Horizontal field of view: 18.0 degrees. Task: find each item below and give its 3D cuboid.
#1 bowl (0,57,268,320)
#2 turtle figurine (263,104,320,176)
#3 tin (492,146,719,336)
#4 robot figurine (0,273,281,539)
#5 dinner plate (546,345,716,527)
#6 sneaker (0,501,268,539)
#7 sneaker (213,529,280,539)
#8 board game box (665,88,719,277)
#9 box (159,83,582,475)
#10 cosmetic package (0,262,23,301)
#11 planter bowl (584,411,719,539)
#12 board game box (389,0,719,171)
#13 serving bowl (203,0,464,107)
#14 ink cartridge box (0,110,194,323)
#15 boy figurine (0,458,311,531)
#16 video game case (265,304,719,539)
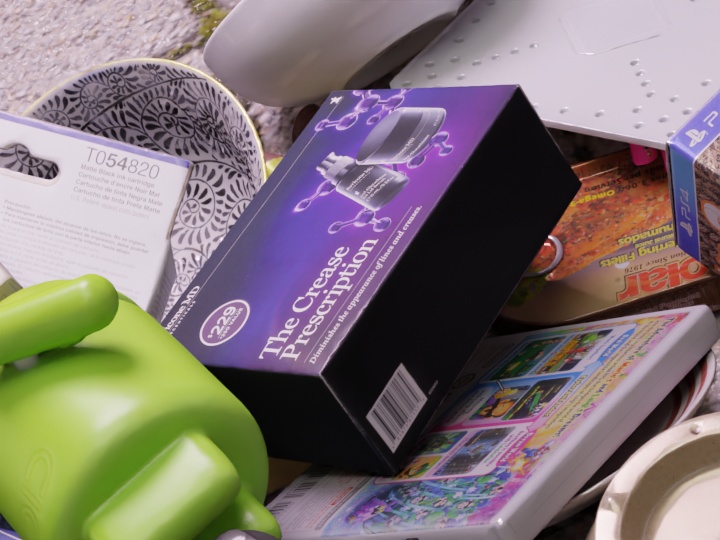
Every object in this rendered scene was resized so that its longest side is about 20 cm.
[{"bbox_3d":[-0.122,-0.012,1.307,0.200,0.094,0.202,-9,68,23],"label":"bowl"},{"bbox_3d":[0.001,-0.038,1.314,0.161,0.065,0.200,23,63,38],"label":"turtle figurine"},{"bbox_3d":[0.156,-0.017,1.242,0.199,0.042,0.112,-17,41,9],"label":"tin"},{"bbox_3d":[-0.120,0.080,1.065,0.116,0.176,0.200,-43,43,-7],"label":"robot figurine"},{"bbox_3d":[0.090,0.093,1.134,0.199,0.024,0.200,-26,12,6],"label":"dinner plate"},{"bbox_3d":[-0.097,0.167,1.164,0.198,0.081,0.115,20,52,19],"label":"sneaker"},{"bbox_3d":[-0.012,0.181,1.035,0.074,0.200,0.080,-31,34,13],"label":"sneaker"},{"bbox_3d":[0.279,-0.037,1.130,0.200,0.097,0.159,37,72,28],"label":"board game box"},{"bbox_3d":[0.000,0.000,1.165,0.141,0.079,0.200,-1,46,46],"label":"box"},{"bbox_3d":[-0.271,-0.021,1.184,0.105,0.071,0.200,-41,73,-6],"label":"cosmetic package"},{"bbox_3d":[0.177,0.148,1.015,0.199,0.135,0.201,-13,47,14],"label":"planter bowl"},{"bbox_3d":[0.150,-0.135,1.328,0.199,0.026,0.200,14,45,36],"label":"board game box"},{"bbox_3d":[0.005,-0.157,1.362,0.200,0.200,0.066,-34,84,-7],"label":"serving bowl"},{"bbox_3d":[-0.206,0.014,1.226,0.198,0.041,0.201,15,76,10],"label":"ink cartridge box"},{"bbox_3d":[-0.119,0.113,1.236,0.199,0.065,0.125,-9,44,22],"label":"boy figurine"},{"bbox_3d":[0.057,0.083,1.120,0.181,0.024,0.200,-11,21,44],"label":"video game case"}]
